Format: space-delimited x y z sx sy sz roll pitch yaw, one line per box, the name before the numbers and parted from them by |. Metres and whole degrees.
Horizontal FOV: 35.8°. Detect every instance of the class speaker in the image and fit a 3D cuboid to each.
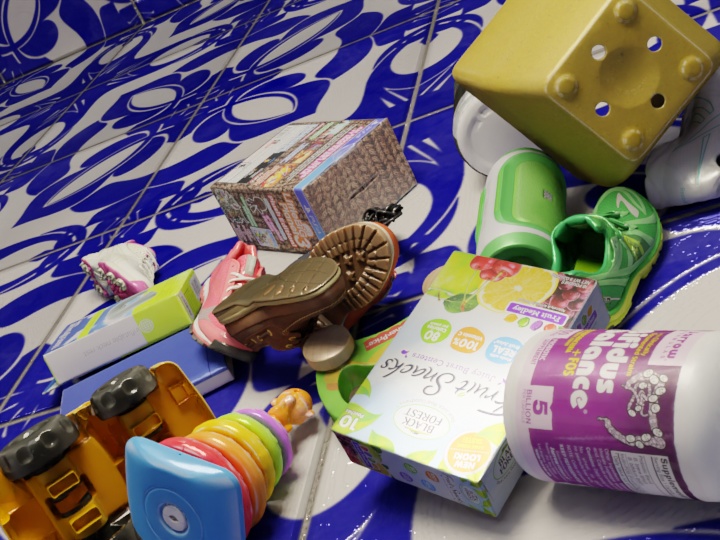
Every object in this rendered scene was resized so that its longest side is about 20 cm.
speaker | 0.159 -0.045 1.091 0.088 0.089 0.200 -17 27 20

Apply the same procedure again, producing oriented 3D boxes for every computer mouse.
computer mouse | -0.040 -0.011 1.235 0.200 0.046 0.140 -44 3 -2

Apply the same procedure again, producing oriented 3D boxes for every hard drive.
hard drive | -0.236 0.126 1.223 0.199 0.025 0.132 -27 26 1

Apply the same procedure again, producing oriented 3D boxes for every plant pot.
plant pot | 0.233 -0.198 1.077 0.196 0.194 0.200 -52 13 10

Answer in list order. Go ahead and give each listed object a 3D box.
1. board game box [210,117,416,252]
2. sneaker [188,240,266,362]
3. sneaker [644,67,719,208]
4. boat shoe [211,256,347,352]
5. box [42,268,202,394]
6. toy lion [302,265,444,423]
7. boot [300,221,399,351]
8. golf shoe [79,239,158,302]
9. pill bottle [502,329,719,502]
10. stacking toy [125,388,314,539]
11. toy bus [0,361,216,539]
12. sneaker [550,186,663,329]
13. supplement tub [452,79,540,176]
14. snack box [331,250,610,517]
board game box | -0.061 -0.108 1.408 0.200 0.097 0.159 6 41 50
sneaker | -0.138 0.027 1.216 0.087 0.073 0.200 -64 18 18
sneaker | 0.351 -0.130 1.097 0.080 0.071 0.201 4 47 40
boat shoe | -0.068 0.037 1.063 0.072 0.068 0.200 -41 13 -32
box | -0.288 0.070 1.330 0.199 0.048 0.122 -24 13 6
toy lion | 0.063 0.090 0.972 0.199 0.069 0.192 -27 33 2
boot | 0.000 0.000 1.099 0.107 0.075 0.200 -33 -11 -35
golf shoe | -0.304 -0.002 1.477 0.091 0.076 0.200 -34 27 -21
pill bottle | 0.205 0.095 0.751 0.199 0.113 0.112 -2 35 42
stacking toy | -0.102 0.158 0.963 0.116 0.110 0.200 14 30 25
toy bus | -0.241 0.177 1.037 0.200 0.136 0.192 -34 10 -18
sneaker | 0.218 -0.024 0.996 0.074 0.084 0.200 -10 29 32
supplement tub | 0.171 -0.202 1.331 0.122 0.123 0.200 -19 27 16
snack box | 0.090 0.081 0.884 0.142 0.053 0.200 13 55 39
